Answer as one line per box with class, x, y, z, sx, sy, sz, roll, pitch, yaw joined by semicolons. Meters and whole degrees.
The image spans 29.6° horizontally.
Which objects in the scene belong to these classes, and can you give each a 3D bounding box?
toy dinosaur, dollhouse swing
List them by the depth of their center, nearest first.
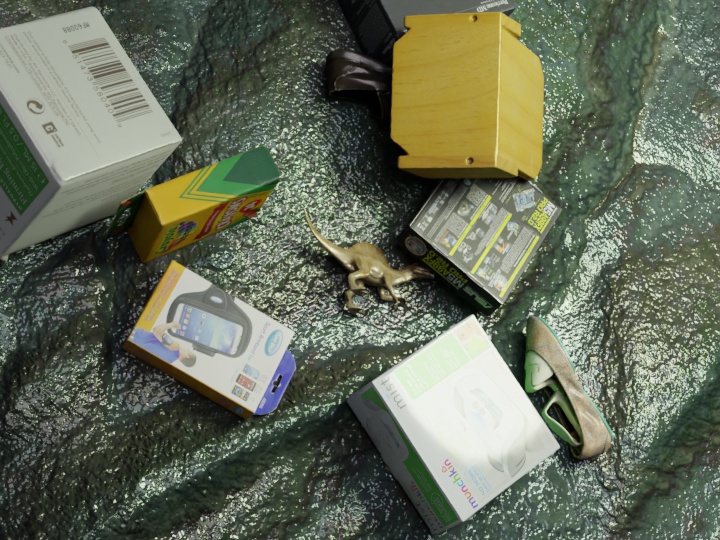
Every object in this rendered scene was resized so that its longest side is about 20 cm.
toy dinosaur;0.000;0.000;1.748;0.198;0.058;0.102;21;49;-21
dollhouse swing;0.145;-0.217;1.806;0.180;0.176;0.202;0;83;12

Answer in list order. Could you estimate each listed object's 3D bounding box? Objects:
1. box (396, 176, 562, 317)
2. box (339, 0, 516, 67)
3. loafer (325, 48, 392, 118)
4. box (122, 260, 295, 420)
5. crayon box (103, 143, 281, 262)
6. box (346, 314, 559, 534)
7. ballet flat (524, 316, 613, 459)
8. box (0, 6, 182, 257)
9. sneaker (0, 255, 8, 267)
box;0.161;-0.061;1.813;0.160;0.044;0.200;39;54;-4
box;0.080;-0.392;1.888;0.199;0.104;0.183;-21;78;-26
loafer;0.041;-0.232;1.838;0.198;0.073;0.072;17;71;-5
box;-0.172;0.090;1.647;0.199;0.041;0.120;29;63;-6
crayon box;-0.204;-0.075;1.648;0.199;0.127;0.051;-24;80;-26
box;0.112;0.190;1.687;0.176;0.097;0.201;-30;84;-30
ballet flat;0.255;0.156;1.772;0.067;0.068;0.201;-28;80;-20
box;-0.359;-0.161;1.567;0.199;0.171;0.200;-28;81;-48
sneaker;-0.476;-0.086;1.582;0.200;0.075;0.081;44;53;-1
